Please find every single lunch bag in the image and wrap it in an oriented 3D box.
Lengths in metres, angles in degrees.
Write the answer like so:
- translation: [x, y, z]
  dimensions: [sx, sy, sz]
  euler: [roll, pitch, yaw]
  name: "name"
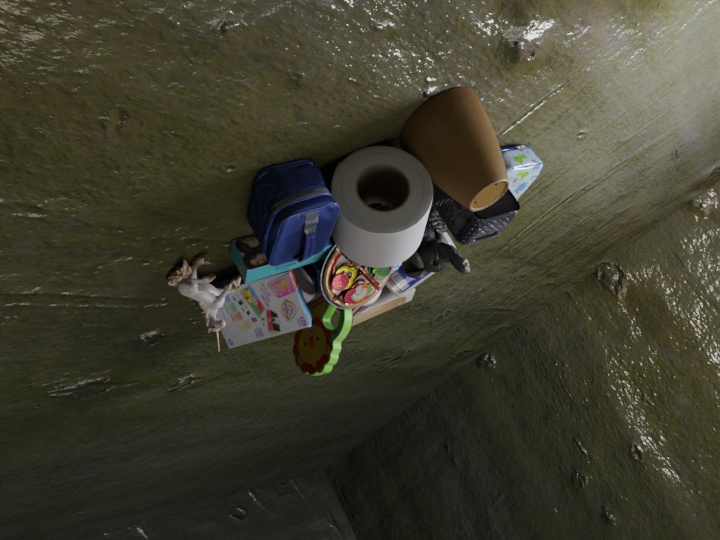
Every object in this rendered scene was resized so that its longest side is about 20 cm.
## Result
- translation: [0.344, -0.221, 1.668]
  dimensions: [0.159, 0.083, 0.200]
  euler: [-14, 153, -35]
  name: "lunch bag"
- translation: [-0.130, -0.095, 1.287]
  dimensions: [0.135, 0.133, 0.201]
  euler: [-17, 154, -24]
  name: "lunch bag"

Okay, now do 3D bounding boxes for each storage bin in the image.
- translation: [0.240, -0.171, 1.487]
  dimensions: [0.134, 0.201, 0.094]
  euler: [-15, 154, -30]
  name: "storage bin"

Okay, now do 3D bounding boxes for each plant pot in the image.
- translation: [0.207, -0.226, 1.340]
  dimensions: [0.185, 0.201, 0.187]
  euler: [-26, 157, -12]
  name: "plant pot"

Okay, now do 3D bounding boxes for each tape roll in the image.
- translation: [0.038, -0.126, 1.340]
  dimensions: [0.201, 0.204, 0.140]
  euler: [-23, 158, -15]
  name: "tape roll"

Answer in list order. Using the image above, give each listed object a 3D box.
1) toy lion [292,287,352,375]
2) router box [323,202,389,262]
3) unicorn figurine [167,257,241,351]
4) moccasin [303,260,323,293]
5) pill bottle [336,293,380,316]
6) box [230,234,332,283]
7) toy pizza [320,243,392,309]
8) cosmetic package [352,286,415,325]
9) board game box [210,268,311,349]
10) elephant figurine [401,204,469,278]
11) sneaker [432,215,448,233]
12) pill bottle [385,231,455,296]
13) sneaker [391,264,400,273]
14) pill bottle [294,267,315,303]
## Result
- translation: [-0.092, 0.143, 1.588]
  dimensions: [0.068, 0.194, 0.199]
  euler: [12, 145, -45]
  name: "toy lion"
- translation: [-0.018, -0.097, 1.513]
  dimensions: [0.148, 0.051, 0.200]
  euler: [-24, 160, -15]
  name: "router box"
- translation: [-0.317, 0.053, 1.404]
  dimensions: [0.137, 0.074, 0.200]
  euler: [-35, 115, 24]
  name: "unicorn figurine"
- translation: [-0.113, 0.023, 1.624]
  dimensions: [0.199, 0.081, 0.068]
  euler: [-36, 156, 13]
  name: "moccasin"
- translation: [-0.007, 0.045, 1.707]
  dimensions: [0.109, 0.111, 0.200]
  euler: [-21, 170, -20]
  name: "pill bottle"
- translation: [-0.167, -0.045, 1.417]
  dimensions: [0.198, 0.083, 0.049]
  euler: [-18, 153, -27]
  name: "box"
- translation: [0.000, 0.000, 1.489]
  dimensions: [0.199, 0.032, 0.202]
  euler: [-19, 126, -29]
  name: "toy pizza"
- translation: [0.041, 0.064, 1.868]
  dimensions: [0.198, 0.106, 0.071]
  euler: [-21, 156, -17]
  name: "cosmetic package"
- translation: [-0.224, 0.079, 1.484]
  dimensions: [0.198, 0.040, 0.154]
  euler: [-15, 118, 5]
  name: "board game box"
- translation: [0.146, -0.048, 1.513]
  dimensions: [0.141, 0.201, 0.155]
  euler: [-31, 171, 9]
  name: "elephant figurine"
- translation: [0.211, -0.141, 1.614]
  dimensions: [0.198, 0.088, 0.076]
  euler: [-14, -158, 2]
  name: "sneaker"
- translation: [0.149, -0.032, 1.775]
  dimensions: [0.199, 0.120, 0.120]
  euler: [-35, 157, 13]
  name: "pill bottle"
- translation: [0.048, -0.031, 1.589]
  dimensions: [0.072, 0.072, 0.199]
  euler: [-40, 162, 33]
  name: "sneaker"
- translation: [-0.211, 0.074, 1.569]
  dimensions: [0.199, 0.113, 0.112]
  euler: [-38, 156, 17]
  name: "pill bottle"
